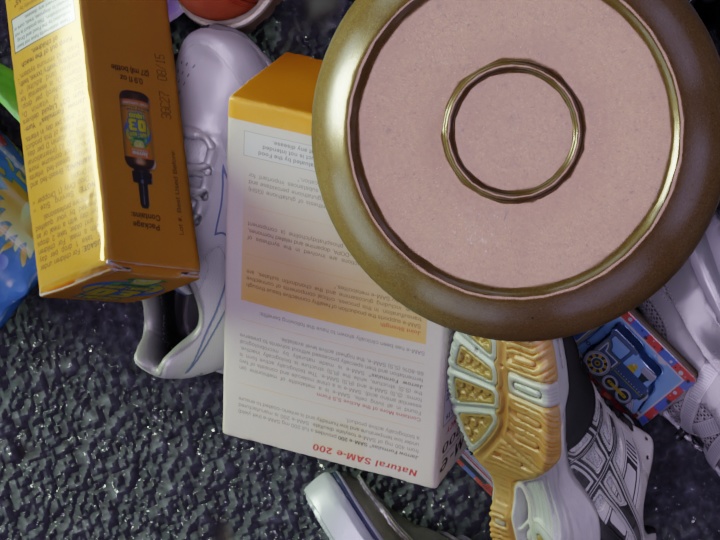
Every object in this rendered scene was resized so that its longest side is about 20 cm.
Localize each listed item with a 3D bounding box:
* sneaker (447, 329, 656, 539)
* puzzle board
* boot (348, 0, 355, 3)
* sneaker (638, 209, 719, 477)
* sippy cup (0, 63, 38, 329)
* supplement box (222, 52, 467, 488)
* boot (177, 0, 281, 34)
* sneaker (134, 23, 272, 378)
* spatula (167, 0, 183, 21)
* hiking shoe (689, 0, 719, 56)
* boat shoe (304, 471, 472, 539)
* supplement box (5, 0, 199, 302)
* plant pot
[{"bbox_3d":[0.104,0.082,1.126,0.076,0.088,0.200,27,139,44],"label":"sneaker"},{"bbox_3d":[0.061,0.030,1.182,0.200,0.017,0.151,45,125,0],"label":"puzzle board"},{"bbox_3d":[0.098,-0.105,1.174,0.198,0.073,0.163,-5,98,16],"label":"boot"},{"bbox_3d":[0.195,0.071,1.184,0.082,0.075,0.200,-19,85,25],"label":"sneaker"},{"bbox_3d":[-0.231,-0.030,1.210,0.130,0.178,0.140,38,69,-7],"label":"sippy cup"},{"bbox_3d":[0.000,0.000,1.142,0.126,0.074,0.200,14,119,19],"label":"supplement box"},{"bbox_3d":[-0.047,-0.226,1.155,0.075,0.107,0.200,22,88,14],"label":"boot"},{"bbox_3d":[-0.082,-0.032,1.182,0.074,0.087,0.200,10,107,29],"label":"sneaker"},{"bbox_3d":[-0.047,-0.198,1.216,0.200,0.021,0.057,-26,79,8],"label":"spatula"},{"bbox_3d":[0.193,-0.125,1.111,0.076,0.101,0.200,40,61,-7],"label":"hiking shoe"},{"bbox_3d":[0.051,0.179,1.214,0.062,0.072,0.200,-41,98,0],"label":"boat shoe"},{"bbox_3d":[-0.136,-0.086,1.139,0.069,0.067,0.200,-22,70,40],"label":"supplement box"},{"bbox_3d":[0.073,-0.065,1.029,0.200,0.027,0.200,1,95,10],"label":"plant pot"}]
